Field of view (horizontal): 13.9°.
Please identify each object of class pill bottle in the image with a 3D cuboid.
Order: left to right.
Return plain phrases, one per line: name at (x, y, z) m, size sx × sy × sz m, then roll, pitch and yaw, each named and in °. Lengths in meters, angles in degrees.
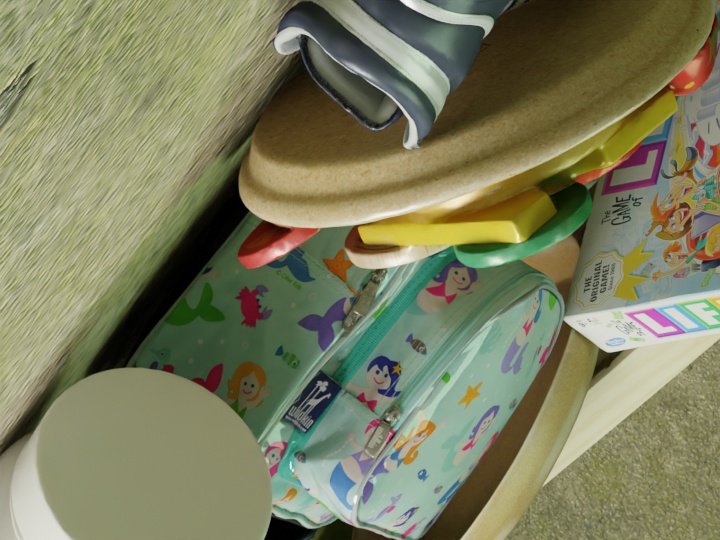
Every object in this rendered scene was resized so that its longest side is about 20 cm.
pill bottle at (-0.112, 0.130, 1.167) m, size 0.113 × 0.113 × 0.200 m, roll -50°, pitch 175°, yaw -40°

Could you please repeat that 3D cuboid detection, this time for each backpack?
backpack at (0.003, 0.014, 1.272) m, size 0.201 × 0.150 × 0.178 m, roll -61°, pitch 164°, yaw -3°

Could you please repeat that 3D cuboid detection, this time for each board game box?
board game box at (0.170, -0.067, 1.301) m, size 0.134 × 0.034 × 0.201 m, roll -13°, pitch -127°, yaw 46°

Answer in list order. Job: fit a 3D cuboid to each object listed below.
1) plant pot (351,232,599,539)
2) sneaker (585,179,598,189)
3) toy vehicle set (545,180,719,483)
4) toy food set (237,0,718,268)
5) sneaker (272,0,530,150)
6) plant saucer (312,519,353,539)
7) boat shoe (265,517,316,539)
plant pot at (0.058, 0.073, 1.386) m, size 0.200 × 0.027 × 0.200 m, roll -55°, pitch -164°, yaw 24°
sneaker at (0.136, -0.091, 1.492) m, size 0.199 × 0.075 × 0.082 m, roll -30°, pitch 159°, yaw 16°
toy vehicle set at (0.115, 0.017, 1.410) m, size 0.200 × 0.026 × 0.125 m, roll -46°, pitch -150°, yaw 48°
toy food set at (0.041, -0.060, 1.114) m, size 0.199 × 0.049 × 0.198 m, roll 1°, pitch -148°, yaw 48°
sneaker at (0.032, -0.103, 1.060) m, size 0.109 × 0.070 × 0.200 m, roll -56°, pitch 172°, yaw 8°
plant saucer at (-0.017, 0.136, 1.585) m, size 0.200 × 0.031 × 0.201 m, roll -47°, pitch -157°, yaw 28°
boat shoe at (-0.098, 0.131, 1.439) m, size 0.069 × 0.084 × 0.200 m, roll -38°, pitch 166°, yaw 30°
